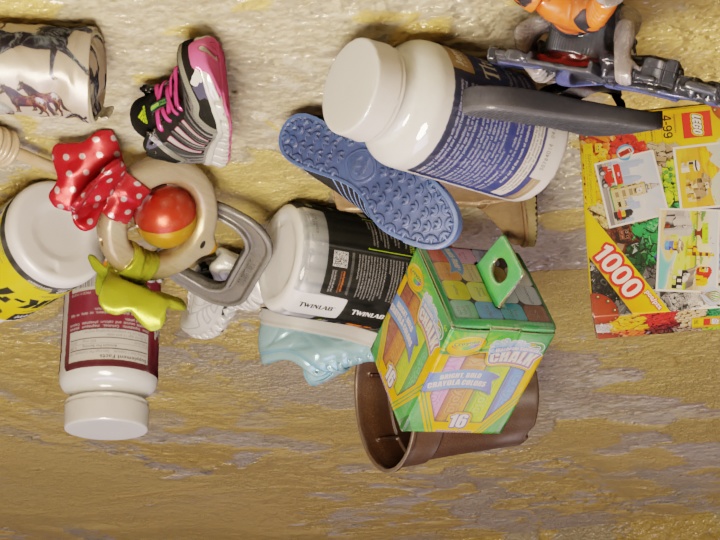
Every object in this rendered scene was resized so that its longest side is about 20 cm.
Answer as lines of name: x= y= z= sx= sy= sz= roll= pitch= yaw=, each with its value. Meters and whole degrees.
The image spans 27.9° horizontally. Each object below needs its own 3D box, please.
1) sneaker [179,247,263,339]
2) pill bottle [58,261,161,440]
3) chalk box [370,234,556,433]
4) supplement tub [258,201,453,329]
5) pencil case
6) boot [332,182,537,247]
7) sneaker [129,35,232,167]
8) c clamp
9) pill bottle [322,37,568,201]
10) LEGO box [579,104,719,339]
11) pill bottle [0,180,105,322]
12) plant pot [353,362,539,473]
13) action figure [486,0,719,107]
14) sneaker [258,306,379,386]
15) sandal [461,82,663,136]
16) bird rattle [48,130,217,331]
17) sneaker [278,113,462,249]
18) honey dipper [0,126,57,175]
sneaker: x=-0.174 y=0.023 z=1.718 sx=0.081 sy=0.075 sz=0.200 roll=24 pitch=149 yaw=-21
pill bottle: x=-0.290 y=0.088 z=1.683 sx=0.114 sy=0.201 sz=0.114 roll=-1 pitch=160 yaw=0
chalk box: x=0.110 y=0.056 z=1.490 sx=0.123 sy=0.125 sz=0.200 roll=4 pitch=130 yaw=-23
supplement tub: x=0.000 y=0.000 z=1.572 sx=0.199 sy=0.123 sz=0.122 roll=10 pitch=157 yaw=-25
pencil case: x=-0.305 y=-0.161 z=1.193 sx=0.199 sy=0.078 sz=0.090 roll=1 pitch=139 yaw=-5
boot: x=0.078 y=-0.077 z=1.464 sx=0.199 sy=0.066 sz=0.175 roll=-2 pitch=150 yaw=6
sneaker: x=-0.158 y=-0.140 z=1.263 sx=0.087 sy=0.074 sz=0.200 roll=-5 pitch=165 yaw=-7
c clamp: x=-0.184 y=-0.025 z=1.561 sx=0.171 sy=0.027 sz=0.200 roll=35 pitch=142 yaw=-7
pill bottle: x=0.072 y=-0.132 z=1.239 sx=0.199 sy=0.111 sz=0.111 roll=13 pitch=155 yaw=-33
LEGO box: x=0.285 y=-0.044 z=1.354 sx=0.148 sy=0.201 sz=0.077 roll=-5 pitch=159 yaw=11
pill bottle: x=-0.362 y=-0.012 z=1.542 sx=0.114 sy=0.115 sz=0.200 roll=14 pitch=155 yaw=-35
plant pot: x=0.118 y=0.166 z=1.943 sx=0.197 sy=0.201 sz=0.200 roll=0 pitch=161 yaw=-24
action figure: x=0.191 y=-0.194 z=1.103 sx=0.199 sy=0.105 sz=0.193 roll=16 pitch=171 yaw=21
sneaker: x=-0.025 y=0.094 z=1.647 sx=0.199 sy=0.082 sz=0.074 roll=10 pitch=-173 yaw=26
sandal: x=0.175 y=-0.140 z=1.196 sx=0.200 sy=0.043 sz=0.076 roll=5 pitch=177 yaw=-34
bird rattle: x=-0.219 y=-0.053 z=1.433 sx=0.163 sy=0.201 sz=0.113 roll=-26 pitch=-153 yaw=-29
sneaker: x=0.019 y=-0.083 z=1.330 sx=0.200 sy=0.070 sz=0.078 roll=36 pitch=-169 yaw=22
honey dipper: x=-0.303 y=-0.101 z=1.417 sx=0.038 sy=0.038 sz=0.200 roll=-15 pitch=157 yaw=32
